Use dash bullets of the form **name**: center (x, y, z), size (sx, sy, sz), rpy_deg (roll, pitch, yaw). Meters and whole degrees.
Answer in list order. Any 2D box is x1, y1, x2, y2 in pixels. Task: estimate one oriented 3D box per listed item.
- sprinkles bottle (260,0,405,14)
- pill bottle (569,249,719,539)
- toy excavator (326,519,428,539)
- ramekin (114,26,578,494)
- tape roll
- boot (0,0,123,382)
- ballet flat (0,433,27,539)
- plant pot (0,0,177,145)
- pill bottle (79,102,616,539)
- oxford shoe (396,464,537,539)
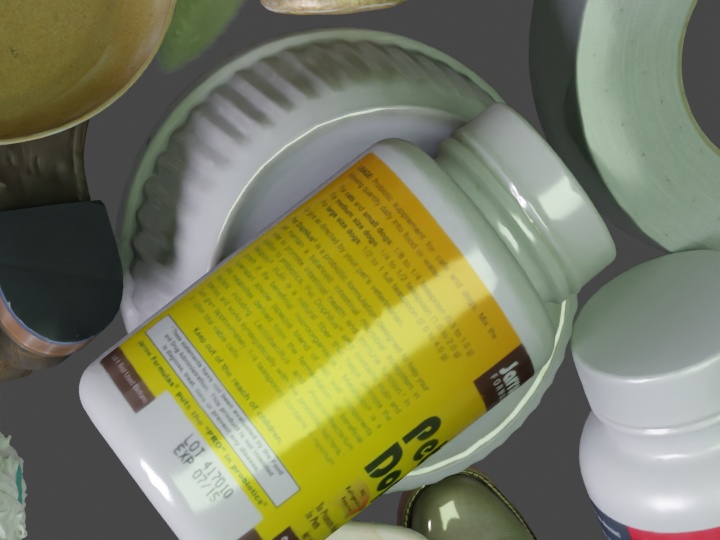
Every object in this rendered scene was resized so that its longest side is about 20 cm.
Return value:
- **sprinkles bottle**: center (-0.017, -0.210, 1.071), size (0.068, 0.068, 0.202), rpy_deg (-7, 103, -14)
- **pill bottle**: center (0.163, 0.098, 1.135), size (0.119, 0.120, 0.201), rpy_deg (-28, 120, -8)
- **toy excavator**: center (0.049, 0.165, 1.080), size (0.193, 0.100, 0.201), rpy_deg (-20, 94, -16)
- **ramekin**: center (0.000, 0.000, 1.099), size (0.198, 0.105, 0.202), rpy_deg (-3, 102, -15)
- **tape roll**: center (0.178, -0.099, 1.149), size (0.199, 0.066, 0.202), rpy_deg (-3, 103, -15)
- **boot**: center (-0.150, -0.051, 1.070), size (0.074, 0.097, 0.202), rpy_deg (1, 70, -24)
- **ballet flat**: center (-0.229, 0.094, 1.070), size (0.198, 0.072, 0.072), rpy_deg (1, 102, 10)
- **plant pot**: center (-0.168, -0.137, 1.022), size (0.199, 0.027, 0.202), rpy_deg (11, 63, -23)
- **pill bottle**: center (-0.002, 0.025, 0.991), size (0.200, 0.109, 0.110), rpy_deg (-38, 108, -5)
- **oxford shoe**: center (0.075, 0.181, 1.172), size (0.070, 0.074, 0.201), rpy_deg (-27, 107, -8)
